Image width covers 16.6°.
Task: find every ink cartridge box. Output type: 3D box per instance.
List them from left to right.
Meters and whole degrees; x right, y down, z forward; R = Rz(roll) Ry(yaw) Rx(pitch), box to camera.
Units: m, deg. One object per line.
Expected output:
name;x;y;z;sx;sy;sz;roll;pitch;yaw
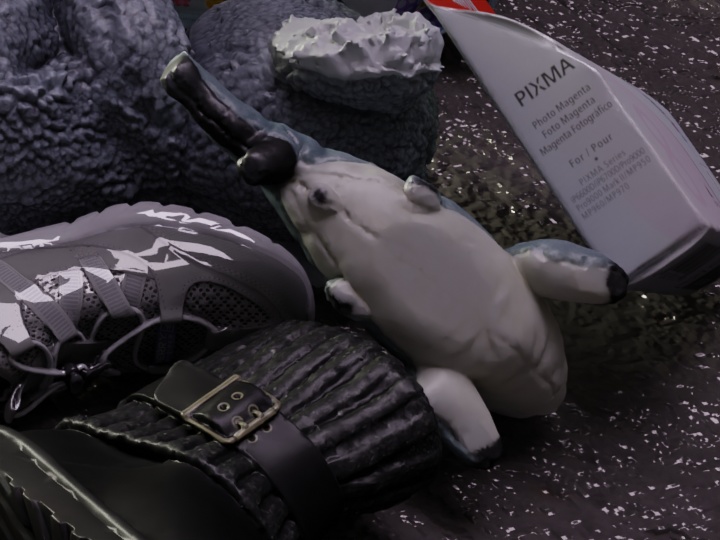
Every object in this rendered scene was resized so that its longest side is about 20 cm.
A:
ink cartridge box;0.081;-0.082;1.002;0.200;0.057;0.163;61;13;9

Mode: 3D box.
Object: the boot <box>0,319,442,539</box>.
boot;-0.028;0.093;0.818;0.158;0.080;0.211;-15;39;-34

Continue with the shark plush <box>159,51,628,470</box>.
shark plush;0.000;0.000;0.911;0.200;0.091;0.083;28;-2;-19

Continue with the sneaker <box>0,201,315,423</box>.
sneaker;-0.116;0.027;0.924;0.200;0.075;0.082;-1;47;-5

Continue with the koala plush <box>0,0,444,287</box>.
koala plush;-0.060;-0.065;0.990;0.200;0.178;0.184;15;52;8

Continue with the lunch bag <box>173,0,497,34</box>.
lunch bag;-0.021;-0.200;1.241;0.200;0.127;0.170;12;38;-2
